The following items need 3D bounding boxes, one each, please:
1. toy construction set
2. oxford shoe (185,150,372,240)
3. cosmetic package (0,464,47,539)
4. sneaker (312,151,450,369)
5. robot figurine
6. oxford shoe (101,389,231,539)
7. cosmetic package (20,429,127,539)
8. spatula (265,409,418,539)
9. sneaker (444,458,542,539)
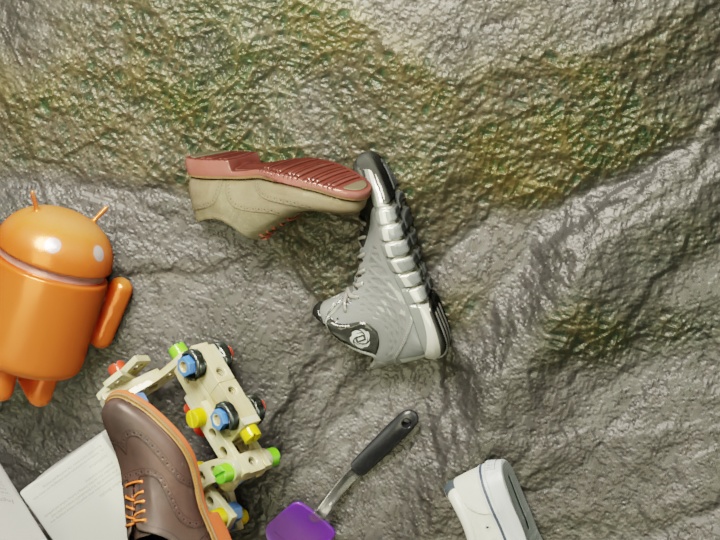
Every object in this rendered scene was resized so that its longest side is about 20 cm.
[{"bbox_3d":[-0.156,0.146,1.286,0.200,0.092,0.131,46,128,9],"label":"toy construction set"},{"bbox_3d":[-0.074,-0.064,1.231,0.199,0.070,0.075,11,109,36],"label":"oxford shoe"},{"bbox_3d":[-0.425,0.260,1.265,0.200,0.164,0.166,41,106,43],"label":"cosmetic package"},{"bbox_3d":[0.000,0.000,1.239,0.115,0.075,0.201,-18,95,15],"label":"sneaker"},{"bbox_3d":[-0.304,0.025,1.275,0.143,0.117,0.201,21,101,7],"label":"robot figurine"},{"bbox_3d":[-0.186,0.204,1.223,0.071,0.072,0.201,-29,92,41],"label":"oxford shoe"},{"bbox_3d":[-0.222,0.258,1.313,0.113,0.081,0.201,-33,92,13],"label":"cosmetic package"},{"bbox_3d":[-0.015,0.205,1.295,0.056,0.021,0.200,40,101,-10],"label":"spatula"},{"bbox_3d":[0.138,0.277,1.260,0.070,0.073,0.201,-21,85,22],"label":"sneaker"}]
